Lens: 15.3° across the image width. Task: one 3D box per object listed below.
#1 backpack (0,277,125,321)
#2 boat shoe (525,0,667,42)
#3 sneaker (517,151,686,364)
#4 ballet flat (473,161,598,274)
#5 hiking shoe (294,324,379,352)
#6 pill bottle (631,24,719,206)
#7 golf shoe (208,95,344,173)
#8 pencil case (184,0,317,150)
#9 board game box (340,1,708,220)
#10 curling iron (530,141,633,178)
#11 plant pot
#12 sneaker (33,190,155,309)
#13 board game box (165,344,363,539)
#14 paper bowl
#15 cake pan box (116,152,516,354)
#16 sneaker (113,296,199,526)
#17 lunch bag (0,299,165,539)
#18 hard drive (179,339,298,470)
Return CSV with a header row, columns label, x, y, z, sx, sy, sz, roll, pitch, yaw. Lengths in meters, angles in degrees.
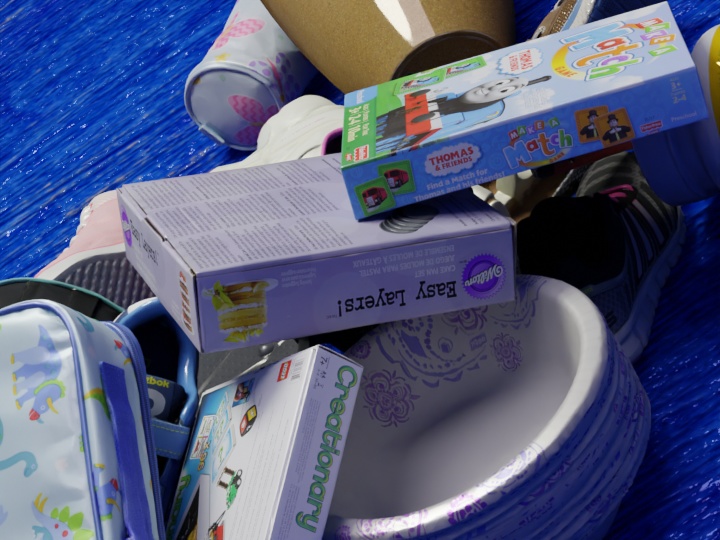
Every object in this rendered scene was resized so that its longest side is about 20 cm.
label,x,y,z,sx,sy,sz,roll,pitch,yaw
backpack,-0.198,0.113,1.599,0.154,0.175,0.201,117,177,-58
boat shoe,0.134,-0.122,1.774,0.200,0.072,0.072,-53,17,-26
sneaker,0.138,-0.022,1.584,0.073,0.088,0.200,-16,31,27
ballet flat,0.088,-0.046,1.665,0.201,0.072,0.072,-51,33,-17
hiking shoe,0.000,0.000,1.697,0.075,0.102,0.200,6,16,30
pill bottle,0.261,-0.101,1.559,0.199,0.113,0.113,-14,34,30
golf shoe,-0.056,-0.046,1.833,0.091,0.076,0.200,9,50,46
pencil case,-0.065,-0.179,2.031,0.090,0.083,0.201,-27,26,39
board game box,0.088,-0.092,1.505,0.198,0.037,0.151,-15,18,5
curling iron,0.175,-0.094,1.642,0.199,0.050,0.026,-13,40,-34
plant pot,0.032,-0.182,1.870,0.186,0.187,0.201,-29,42,6
sneaker,-0.179,0.002,1.864,0.200,0.076,0.104,-34,26,-32
board game box,-0.065,0.147,1.408,0.126,0.034,0.201,-23,47,56
paper bowl,0.063,0.105,1.451,0.200,0.105,0.201,-24,30,15
cake pan box,-0.029,-0.018,1.508,0.183,0.053,0.200,-8,18,-17
sneaker,-0.133,0.102,1.492,0.082,0.073,0.201,125,157,-56
lunch bag,-0.180,0.126,1.422,0.160,0.082,0.201,-21,68,25
hard drive,-0.116,0.076,1.734,0.199,0.042,0.135,-26,30,13
